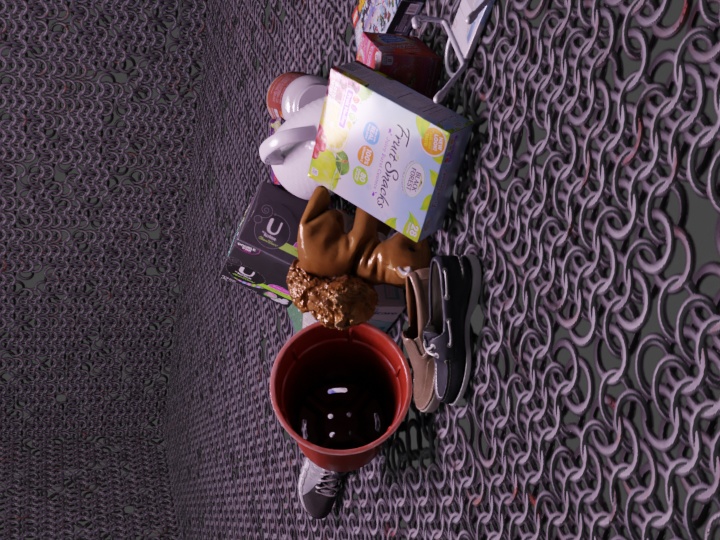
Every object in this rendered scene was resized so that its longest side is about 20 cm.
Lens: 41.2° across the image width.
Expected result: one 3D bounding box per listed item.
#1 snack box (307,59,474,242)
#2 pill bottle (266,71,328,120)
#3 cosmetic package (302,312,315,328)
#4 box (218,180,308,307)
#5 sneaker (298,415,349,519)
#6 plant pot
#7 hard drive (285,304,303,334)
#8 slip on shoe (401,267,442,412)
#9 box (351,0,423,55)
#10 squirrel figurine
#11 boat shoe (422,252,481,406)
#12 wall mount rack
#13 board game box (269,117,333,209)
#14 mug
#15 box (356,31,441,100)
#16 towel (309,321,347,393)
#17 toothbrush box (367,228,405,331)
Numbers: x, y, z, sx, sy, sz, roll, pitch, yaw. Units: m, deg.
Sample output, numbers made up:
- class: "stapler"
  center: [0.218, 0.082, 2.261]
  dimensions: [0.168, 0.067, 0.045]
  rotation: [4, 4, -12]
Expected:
- class: "snack box"
  center: [0.036, -0.162, 1.287]
  dimensions: [0.199, 0.068, 0.170]
  rotation: [31, 127, 23]
- class: "pill bottle"
  center: [-0.102, -0.310, 1.785]
  dimensions: [0.200, 0.111, 0.113]
  rotation: [-142, 55, -67]
- class: "cosmetic package"
  center: [-0.059, 0.126, 1.695]
  dimensions: [0.103, 0.072, 0.202]
  rotation: [-158, 70, -70]
- class: "box"
  center: [-0.149, -0.042, 1.689]
  dimensions: [0.125, 0.148, 0.200]
  rotation: [-70, 10, -24]
- class: "sneaker"
  center: [-0.056, 0.358, 1.679]
  dimensions: [0.115, 0.074, 0.202]
  rotation: [-149, 63, -66]
- class: "plant pot"
  center: [-0.029, 0.202, 1.420]
  dimensions: [0.196, 0.199, 0.202]
  rotation: [93, 169, -63]
- class: "hard drive"
  center: [-0.104, 0.032, 1.888]
  dimensions: [0.140, 0.037, 0.201]
  rotation: [-115, 33, -52]
- class: "slip on shoe"
  center: [0.084, 0.095, 1.299]
  dimensions: [0.076, 0.060, 0.202]
  rotation: [-135, 49, -64]
- class: "box"
  center: [0.038, -0.406, 1.490]
  dimensions: [0.200, 0.039, 0.138]
  rotation: [124, 144, -58]
- class: "squirrel figurine"
  center: [0.000, 0.000, 1.361]
  dimensions: [0.201, 0.185, 0.142]
  rotation: [-64, -16, -14]
- class: "boat shoe"
  center: [0.108, 0.076, 1.229]
  dimensions: [0.076, 0.060, 0.202]
  rotation: [-154, 67, -69]
- class: "wall mount rack"
  center: [0.121, -0.308, 1.188]
  dimensions: [0.201, 0.074, 0.175]
  rotation: [110, 153, -46]
- class: "board game box"
  center: [-0.103, -0.186, 1.721]
  dimensions: [0.200, 0.032, 0.121]
  rotation: [25, -125, -64]
- class: "mug"
  center: [-0.070, -0.207, 1.559]
  dimensions: [0.175, 0.199, 0.149]
  rotation: [-25, 77, 58]
- class: "box"
  center: [0.040, -0.232, 1.388]
  dimensions: [0.100, 0.095, 0.202]
  rotation: [-121, 36, -55]
- class: "towel"
  center: [-0.041, 0.162, 1.557]
  dimensions: [0.024, 0.146, 0.200]
  rotation: [-62, 1, -33]
- class: "toothbrush box"
  center: [-0.007, 0.034, 1.531]
  dimensions: [0.200, 0.084, 0.148]
  rotation: [121, 146, -56]
